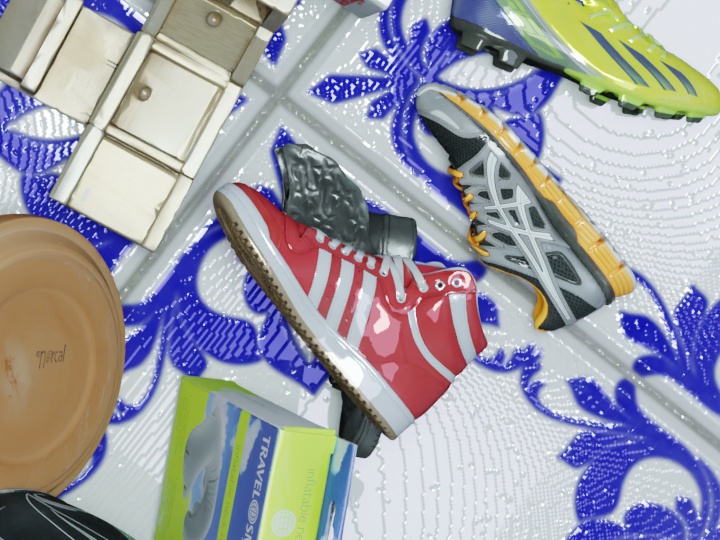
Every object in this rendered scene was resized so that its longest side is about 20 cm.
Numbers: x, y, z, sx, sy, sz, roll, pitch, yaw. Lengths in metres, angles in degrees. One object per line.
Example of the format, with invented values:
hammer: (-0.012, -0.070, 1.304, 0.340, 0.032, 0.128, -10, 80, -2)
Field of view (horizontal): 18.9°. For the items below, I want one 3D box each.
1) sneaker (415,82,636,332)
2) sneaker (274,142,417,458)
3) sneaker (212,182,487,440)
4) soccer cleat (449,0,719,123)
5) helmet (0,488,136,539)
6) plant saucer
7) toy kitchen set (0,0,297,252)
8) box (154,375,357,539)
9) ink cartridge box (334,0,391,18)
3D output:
sneaker: (0.099, -0.042, 1.459, 0.077, 0.078, 0.200, -40, 97, 7)
sneaker: (-0.023, 0.020, 1.459, 0.104, 0.060, 0.200, 11, 88, -8)
sneaker: (0.000, 0.000, 1.397, 0.112, 0.071, 0.200, -39, 104, -7)
soccer cleat: (0.159, -0.158, 1.459, 0.200, 0.065, 0.084, 20, 90, -7)
helmet: (-0.187, 0.247, 1.342, 0.200, 0.191, 0.200, -25, 136, -28)
plant saucer: (-0.220, 0.064, 1.385, 0.032, 0.200, 0.200, 12, 95, 36)
toy kitchen set: (-0.153, -0.137, 1.367, 0.163, 0.180, 0.200, 28, 87, -7)
box: (-0.072, 0.145, 1.390, 0.048, 0.200, 0.122, 8, 94, -26)
ink cartridge box: (-0.033, -0.274, 1.387, 0.200, 0.145, 0.145, 34, 90, -9)
